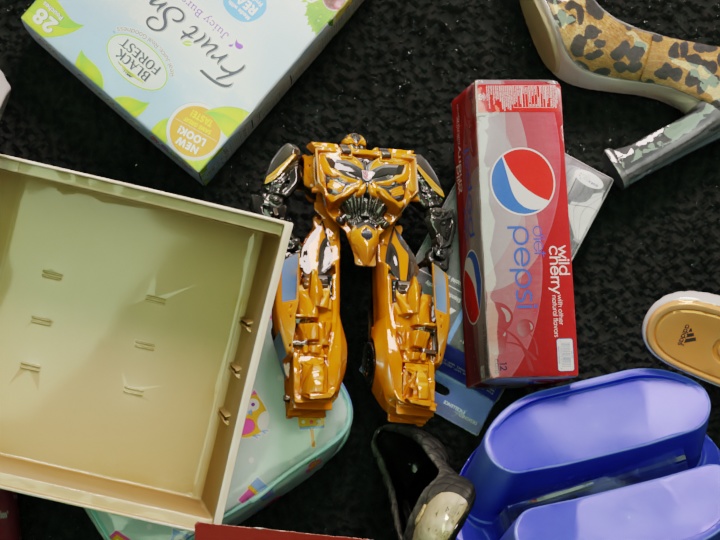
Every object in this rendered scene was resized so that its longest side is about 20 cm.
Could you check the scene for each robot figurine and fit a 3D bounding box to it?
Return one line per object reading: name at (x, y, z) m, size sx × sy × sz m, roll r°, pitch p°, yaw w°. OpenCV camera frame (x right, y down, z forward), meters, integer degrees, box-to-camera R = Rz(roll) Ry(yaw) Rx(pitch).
robot figurine at (0.000, 0.000, 1.625) m, size 0.144 × 0.058 × 0.202 m, roll 4°, pitch 71°, yaw -15°

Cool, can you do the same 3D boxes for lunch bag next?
lunch bag at (-0.111, 0.093, 1.661) m, size 0.199 × 0.077 × 0.161 m, roll -34°, pitch 82°, yaw -4°

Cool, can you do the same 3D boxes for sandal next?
sandal at (0.282, 0.074, 1.599) m, size 0.205 × 0.059 × 0.080 m, roll 14°, pitch 122°, yaw -4°

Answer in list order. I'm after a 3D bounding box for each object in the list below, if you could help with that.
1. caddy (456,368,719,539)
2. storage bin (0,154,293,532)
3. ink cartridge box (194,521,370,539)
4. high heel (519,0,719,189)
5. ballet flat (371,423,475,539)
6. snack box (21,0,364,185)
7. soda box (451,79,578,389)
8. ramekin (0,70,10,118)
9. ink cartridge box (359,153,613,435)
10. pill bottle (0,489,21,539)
caddy at (0.160, 0.152, 1.636) m, size 0.198 × 0.105 × 0.142 m, roll -12°, pitch 66°, yaw -12°
storage bin at (-0.166, 0.043, 1.552) m, size 0.197 × 0.094 × 0.202 m, roll 13°, pitch 91°, yaw -9°
ink cartridge box at (-0.032, 0.252, 1.541) m, size 0.160 × 0.201 × 0.050 m, roll 5°, pitch 40°, yaw 1°
high heel at (0.197, -0.173, 1.700) m, size 0.142 × 0.071 × 0.201 m, roll -28°, pitch 88°, yaw -7°
ballet flat at (0.035, 0.148, 1.593) m, size 0.057 × 0.200 × 0.067 m, roll 34°, pitch 94°, yaw -9°
snack box at (-0.108, -0.190, 1.705) m, size 0.168 × 0.068 × 0.200 m, roll 40°, pitch 86°, yaw 5°
soda box at (0.102, -0.024, 1.637) m, size 0.063 × 0.070 × 0.202 m, roll -1°, pitch 82°, yaw -11°
ramekin at (-0.305, -0.068, 1.631) m, size 0.094 × 0.202 × 0.204 m, roll 23°, pitch 83°, yaw -7°
ink cartridge box at (0.087, 0.003, 1.690) m, size 0.099 × 0.039 × 0.201 m, roll 27°, pitch 84°, yaw 4°
pill bottle at (-0.288, 0.131, 1.639) m, size 0.113 × 0.114 × 0.202 m, roll -7°, pitch 83°, yaw 0°
